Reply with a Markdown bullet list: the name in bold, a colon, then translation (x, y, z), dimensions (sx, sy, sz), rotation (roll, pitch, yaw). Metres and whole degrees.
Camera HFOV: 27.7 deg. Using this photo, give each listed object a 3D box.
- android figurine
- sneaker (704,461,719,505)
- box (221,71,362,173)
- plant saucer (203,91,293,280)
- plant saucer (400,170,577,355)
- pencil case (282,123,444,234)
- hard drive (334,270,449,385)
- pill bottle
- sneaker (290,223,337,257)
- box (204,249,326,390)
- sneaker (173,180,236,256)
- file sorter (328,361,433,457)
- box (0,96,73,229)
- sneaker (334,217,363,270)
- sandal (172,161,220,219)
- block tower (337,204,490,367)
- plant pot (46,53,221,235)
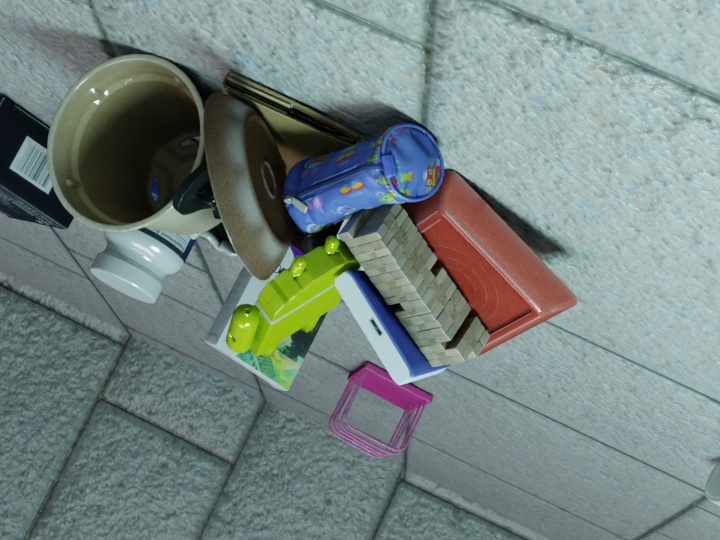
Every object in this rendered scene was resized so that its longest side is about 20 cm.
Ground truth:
- **android figurine**: translation (-0.067, 0.027, 1.602), dimensions (0.041, 0.181, 0.201), rotation (51, 153, 14)
- **sneaker**: translation (0.550, 0.307, 2.004), dimensions (0.081, 0.075, 0.200), rotation (33, 166, -13)
- **box**: translation (-0.070, -0.142, 1.629), dimensions (0.162, 0.021, 0.200), rotation (25, 166, 8)
- **plant saucer**: translation (-0.110, -0.092, 1.522), dimensions (0.036, 0.203, 0.201), rotation (-13, 154, 13)
- **plant saucer**: translation (0.107, 0.008, 1.593), dimensions (0.200, 0.037, 0.200), rotation (45, 144, -9)
- **pencil case**: translation (-0.005, -0.092, 1.494), dimensions (0.086, 0.079, 0.199), rotation (-18, -178, -38)
- **hard drive**: translation (0.039, 0.060, 1.628), dimensions (0.133, 0.025, 0.200), rotation (58, -168, 8)
- **pill bottle**: translation (-0.262, -0.067, 1.881), dimensions (0.115, 0.202, 0.116), rotation (25, 167, 6)
- **sneaker**: translation (-0.071, -0.070, 1.748), dimensions (0.200, 0.069, 0.101), rotation (-126, 22, -50)
- **box**: translation (-0.112, 0.045, 2.013), dimensions (0.144, 0.202, 0.036), rotation (35, 167, -35)
- **sneaker**: translation (-0.149, -0.054, 1.843), dimensions (0.198, 0.088, 0.075), rotation (7, 143, -40)
- **file sorter**: translation (0.030, 0.268, 2.718), dimensions (0.138, 0.127, 0.200), rotation (28, 166, -4)
- **box**: translation (-0.534, -0.166, 2.209), dimensions (0.196, 0.118, 0.199), rotation (37, 164, -37)
- **sneaker**: translation (0.000, 0.000, 1.893), dimensions (0.199, 0.081, 0.146), rotation (35, 165, -29)
- **sandal**: translation (-0.135, -0.090, 1.617), dimensions (0.048, 0.076, 0.200), rotation (40, -157, 18)
- **block tower**: translation (0.060, 0.017, 1.567), dimensions (0.057, 0.054, 0.201), rotation (-14, 120, 47)
- **plant pot**: translation (-0.231, -0.124, 1.693), dimensions (0.198, 0.203, 0.183), rotation (21, 176, 22)
